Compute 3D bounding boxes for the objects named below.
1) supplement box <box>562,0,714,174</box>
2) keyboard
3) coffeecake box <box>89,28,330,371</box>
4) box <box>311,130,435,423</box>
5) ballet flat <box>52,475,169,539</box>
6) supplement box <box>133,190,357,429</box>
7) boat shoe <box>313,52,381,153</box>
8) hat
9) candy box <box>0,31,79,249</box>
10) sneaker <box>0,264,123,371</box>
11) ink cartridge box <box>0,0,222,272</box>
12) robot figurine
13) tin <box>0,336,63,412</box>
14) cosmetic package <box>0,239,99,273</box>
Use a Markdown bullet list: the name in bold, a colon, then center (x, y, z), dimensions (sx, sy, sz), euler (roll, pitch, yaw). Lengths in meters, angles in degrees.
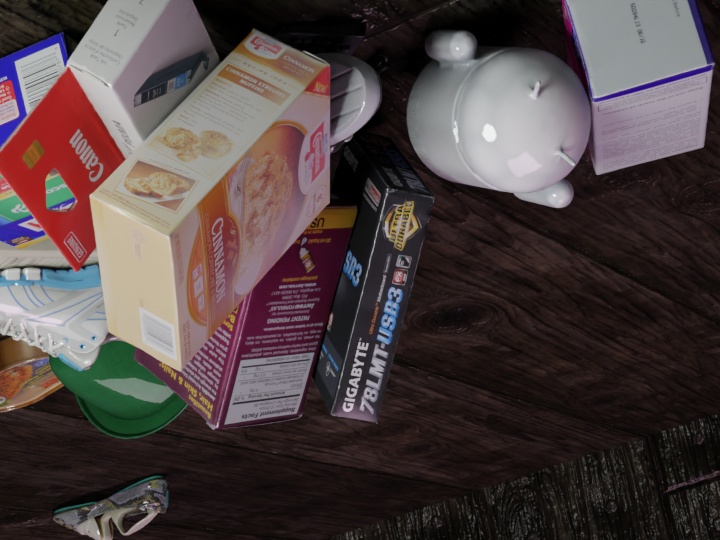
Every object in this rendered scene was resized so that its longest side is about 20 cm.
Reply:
- **supplement box**: center (0.227, -0.165, 1.668), dimensions (0.103, 0.102, 0.200), euler (-16, 163, 4)
- **keyboard**: center (-0.039, -0.150, 1.652), dimensions (0.126, 0.021, 0.200), euler (-6, 163, -23)
- **coffeecake box**: center (-0.105, -0.053, 1.492), dimensions (0.200, 0.073, 0.154), euler (-50, 156, -32)
- **box**: center (0.000, 0.000, 1.725), dimensions (0.049, 0.200, 0.200), euler (9, -164, -14)
- **ballet flat**: center (-0.363, 0.358, 2.963), dimensions (0.199, 0.073, 0.072), euler (-21, 162, 23)
- **supplement box**: center (-0.098, 0.013, 1.709), dimensions (0.103, 0.131, 0.201), euler (-4, 118, -42)
- **boat shoe**: center (-0.038, -0.125, 1.610), dimensions (0.071, 0.073, 0.199), euler (-2, 172, -37)
- **hat**: center (-0.273, 0.071, 1.943), dimensions (0.199, 0.167, 0.176), euler (-28, 156, 25)
- **candy box**: center (-0.247, -0.094, 1.568), dimensions (0.168, 0.078, 0.200), euler (-21, 164, 15)
- **sneaker**: center (-0.263, 0.045, 1.740), dimensions (0.198, 0.087, 0.075), euler (-6, 164, -20)
- **ink cartridge box**: center (-0.167, -0.098, 1.452), dimensions (0.045, 0.177, 0.200), euler (28, 165, 19)
- **robot figurine**: center (0.110, -0.121, 1.623), dimensions (0.113, 0.170, 0.200), euler (-43, -160, -13)
- **tin**: center (-0.370, 0.110, 2.207), dimensions (0.111, 0.042, 0.199), euler (8, 154, -42)
- **cosmetic package**: center (-0.267, -0.030, 1.769), dimensions (0.199, 0.072, 0.105), euler (1, 159, -41)
